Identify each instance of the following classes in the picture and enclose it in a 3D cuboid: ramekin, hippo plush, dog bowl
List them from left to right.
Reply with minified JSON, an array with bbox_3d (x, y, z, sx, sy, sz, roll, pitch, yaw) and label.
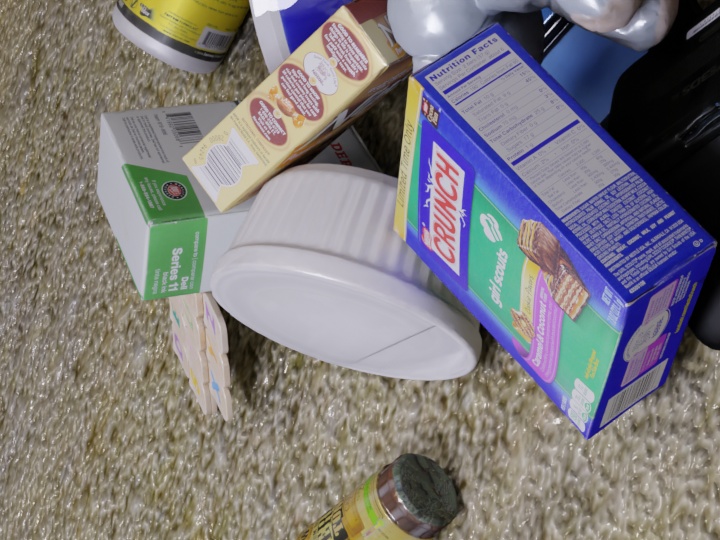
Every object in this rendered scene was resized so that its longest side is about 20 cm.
[{"bbox_3d":[-0.031,-0.236,1.364,0.078,0.200,0.201,-7,67,11],"label":"dog bowl"},{"bbox_3d":[0.000,0.000,1.255,0.202,0.202,0.095,-7,59,51],"label":"ramekin"},{"bbox_3d":[0.096,-0.176,1.107,0.161,0.200,0.160,-44,49,30],"label":"hippo plush"}]

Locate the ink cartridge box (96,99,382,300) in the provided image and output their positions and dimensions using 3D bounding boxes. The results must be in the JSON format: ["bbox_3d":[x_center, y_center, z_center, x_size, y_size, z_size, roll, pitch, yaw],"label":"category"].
[{"bbox_3d":[-0.095,-0.063,1.379,0.147,0.199,0.083,-119,30,-43],"label":"ink cartridge box"}]

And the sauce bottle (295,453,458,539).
[{"bbox_3d":[-0.012,0.210,1.294,0.200,0.065,0.065,-43,47,34],"label":"sauce bottle"}]

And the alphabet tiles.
[{"bbox_3d":[-0.148,0.027,1.484,0.196,0.015,0.201,-120,21,-43],"label":"alphabet tiles"}]

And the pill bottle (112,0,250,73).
[{"bbox_3d":[-0.138,-0.292,1.594,0.200,0.112,0.112,-60,39,18],"label":"pill bottle"}]

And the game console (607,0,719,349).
[{"bbox_3d":[0.252,-0.081,1.058,0.200,0.116,0.176,-37,28,42],"label":"game console"}]

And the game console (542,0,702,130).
[{"bbox_3d":[0.118,-0.165,1.218,0.200,0.116,0.176,-48,44,31],"label":"game console"}]

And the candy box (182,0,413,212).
[{"bbox_3d":[-0.027,-0.128,1.242,0.200,0.115,0.055,-37,89,40],"label":"candy box"}]

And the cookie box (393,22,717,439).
[{"bbox_3d":[0.111,-0.022,1.071,0.200,0.075,0.171,49,158,24],"label":"cookie box"}]
